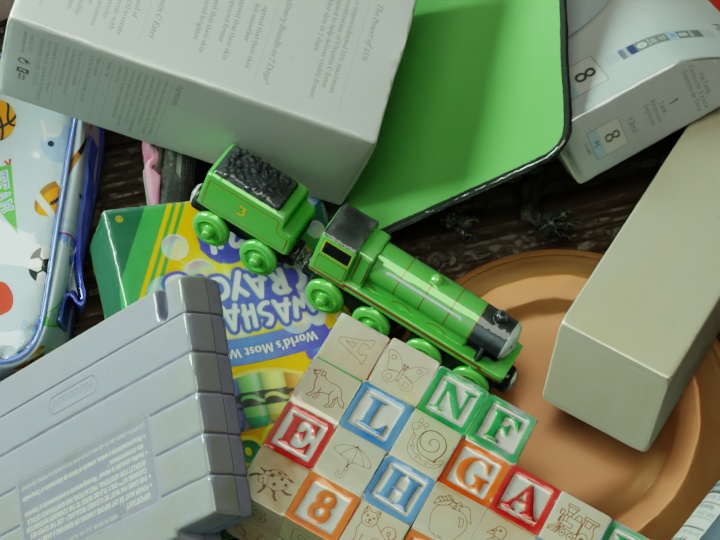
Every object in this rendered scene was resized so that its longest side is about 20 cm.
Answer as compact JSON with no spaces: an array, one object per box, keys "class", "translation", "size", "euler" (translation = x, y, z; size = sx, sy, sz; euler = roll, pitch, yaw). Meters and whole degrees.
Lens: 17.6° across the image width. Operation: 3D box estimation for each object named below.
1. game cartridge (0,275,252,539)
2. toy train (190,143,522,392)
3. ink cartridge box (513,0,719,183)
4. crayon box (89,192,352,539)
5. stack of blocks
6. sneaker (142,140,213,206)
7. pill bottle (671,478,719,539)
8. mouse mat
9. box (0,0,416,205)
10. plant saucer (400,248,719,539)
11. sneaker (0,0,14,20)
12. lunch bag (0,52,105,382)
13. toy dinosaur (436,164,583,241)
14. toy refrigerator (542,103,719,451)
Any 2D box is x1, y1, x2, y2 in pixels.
[{"class":"game cartridge","translation":[-0.132,0.097,1.194],"size":[0.200,0.038,0.130],"euler":[-28,68,42]},{"class":"toy train","translation":[0.000,0.000,1.220],"size":[0.199,0.056,0.042],"euler":[30,47,5]},{"class":"ink cartridge box","translation":[0.168,-0.148,1.267],"size":[0.199,0.047,0.160],"euler":[-30,37,0]},{"class":"crayon box","translation":[-0.062,0.060,1.247],"size":[0.125,0.052,0.201],"euler":[-8,70,-19]},{"class":"stack of blocks","translation":[0.047,0.124,1.173],"size":[0.199,0.059,0.115],"euler":[29,63,7]},{"class":"sneaker","translation":[-0.064,-0.111,1.319],"size":[0.095,0.079,0.201],"euler":[18,76,0]},{"class":"pill bottle","translation":[0.213,0.161,1.167],"size":[0.119,0.120,0.200],"euler":[37,80,16]},{"class":"mouse mat","translation":[0.050,-0.118,1.270],"size":[0.161,0.008,0.201],"euler":[-24,49,35]},{"class":"box","translation":[-0.078,-0.135,1.237],"size":[0.199,0.098,0.125],"euler":[19,68,-6]},{"class":"plant saucer","translation":[0.106,0.081,1.249],"size":[0.199,0.037,0.201],"euler":[-2,71,6]},{"class":"sneaker","translation":[-0.250,-0.164,1.292],"size":[0.071,0.080,0.200],"euler":[11,31,23]},{"class":"lunch bag","translation":[-0.224,-0.025,1.303],"size":[0.159,0.076,0.201],"euler":[5,72,6]},{"class":"toy dinosaur","translation":[0.075,-0.057,1.294],"size":[0.199,0.048,0.088],"euler":[-13,54,4]},{"class":"toy refrigerator","translation":[0.170,-0.011,1.220],"size":[0.070,0.076,0.200],"euler":[27,59,13]}]
